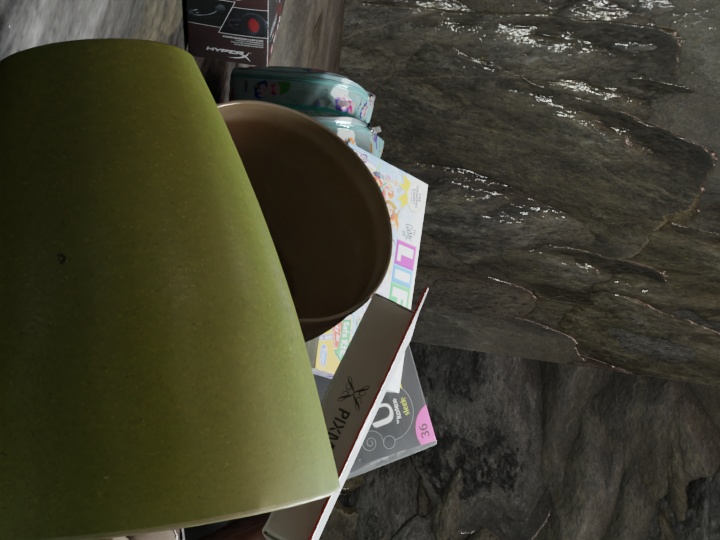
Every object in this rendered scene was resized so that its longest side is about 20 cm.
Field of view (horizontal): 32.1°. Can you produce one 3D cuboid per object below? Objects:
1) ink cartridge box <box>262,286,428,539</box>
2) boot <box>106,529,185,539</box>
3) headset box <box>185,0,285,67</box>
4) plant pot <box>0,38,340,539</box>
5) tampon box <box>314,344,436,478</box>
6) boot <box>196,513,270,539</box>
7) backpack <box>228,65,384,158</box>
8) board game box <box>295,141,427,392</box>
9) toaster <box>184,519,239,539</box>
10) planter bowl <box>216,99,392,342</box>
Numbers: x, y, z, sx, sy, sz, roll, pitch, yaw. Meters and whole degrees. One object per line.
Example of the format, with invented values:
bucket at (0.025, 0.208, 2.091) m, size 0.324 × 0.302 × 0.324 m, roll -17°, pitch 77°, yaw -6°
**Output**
ink cartridge box at (-0.014, 0.112, 0.933) m, size 0.174 × 0.043 × 0.202 m, roll 95°, pitch 20°, yaw -73°
boot at (-0.172, 0.201, 0.930) m, size 0.147 × 0.069 × 0.202 m, roll -90°, pitch 177°, yaw -48°
headset box at (-0.097, -0.295, 1.031) m, size 0.201 × 0.074 × 0.150 m, roll 96°, pitch 2°, yaw -52°
plant pot at (-0.112, 0.008, 0.561) m, size 0.187 × 0.184 × 0.203 m, roll 83°, pitch 0°, yaw -85°
tampon box at (-0.033, 0.122, 1.274) m, size 0.200 × 0.125 × 0.152 m, roll -13°, pitch -86°, yaw 67°
boot at (-0.120, 0.303, 1.100) m, size 0.064 × 0.198 × 0.189 m, roll 32°, pitch -54°, yaw 43°
backpack at (-0.068, -0.122, 1.227) m, size 0.200 × 0.175 × 0.153 m, roll -32°, pitch 127°, yaw -76°
board game box at (0.000, 0.000, 1.140) m, size 0.134 × 0.034 × 0.203 m, roll 21°, pitch 74°, yaw -52°
toaster at (-0.149, 0.246, 1.187) m, size 0.200 × 0.112 × 0.131 m, roll -81°, pitch -179°, yaw -78°
planter bowl at (-0.089, -0.016, 1.023) m, size 0.135 × 0.198 × 0.202 m, roll -49°, pitch -155°, yaw 48°
